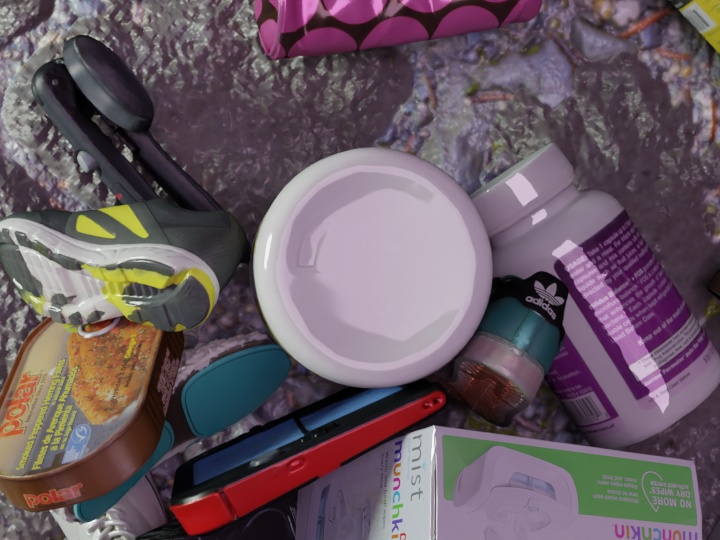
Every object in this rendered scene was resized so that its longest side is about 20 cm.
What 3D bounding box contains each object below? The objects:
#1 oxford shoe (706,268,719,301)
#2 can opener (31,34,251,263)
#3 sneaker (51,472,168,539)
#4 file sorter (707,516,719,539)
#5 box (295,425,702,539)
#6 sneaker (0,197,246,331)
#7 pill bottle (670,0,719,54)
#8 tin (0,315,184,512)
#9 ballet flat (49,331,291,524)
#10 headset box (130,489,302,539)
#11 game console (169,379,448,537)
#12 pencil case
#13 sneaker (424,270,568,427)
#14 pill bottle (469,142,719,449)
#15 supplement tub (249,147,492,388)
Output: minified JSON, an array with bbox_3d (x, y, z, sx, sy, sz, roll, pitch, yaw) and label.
[{"bbox_3d":[0.320,0.077,1.015,0.084,0.073,0.200,-32,86,5],"label":"oxford shoe"},{"bbox_3d":[-0.152,-0.069,0.966,0.063,0.079,0.200,-38,102,-13],"label":"can opener"},{"bbox_3d":[-0.160,0.187,0.954,0.073,0.071,0.200,-33,92,-6],"label":"sneaker"},{"bbox_3d":[0.315,0.234,0.973,0.124,0.139,0.200,30,86,-7],"label":"file sorter"},{"bbox_3d":[0.084,0.170,0.890,0.200,0.176,0.097,11,69,-26],"label":"box"},{"bbox_3d":[-0.160,-0.009,0.936,0.085,0.200,0.075,-46,136,-42],"label":"sneaker"},{"bbox_3d":[0.320,-0.170,0.993,0.111,0.111,0.200,-45,94,-5],"label":"pill bottle"},{"bbox_3d":[-0.176,0.078,0.899,0.112,0.200,0.042,-11,121,10],"label":"tin"},{"bbox_3d":[-0.139,0.092,0.945,0.200,0.072,0.072,-34,93,-32],"label":"ballet flat"},{"bbox_3d":[-0.093,0.234,0.903,0.200,0.077,0.149,-19,92,-48],"label":"headset box"},{"bbox_3d":[-0.039,0.109,0.903,0.177,0.200,0.031,-28,93,-6],"label":"game console"},{"bbox_3d":[0.023,-0.207,0.974,0.200,0.091,0.094,-12,125,-8],"label":"pencil case"},{"bbox_3d":[0.095,0.051,0.923,0.071,0.200,0.080,34,77,-2],"label":"sneaker"},{"bbox_3d":[0.155,0.016,0.971,0.112,0.112,0.200,-33,93,-6],"label":"pill bottle"},{"bbox_3d":[0.000,0.000,0.909,0.144,0.200,0.145,0,89,-6],"label":"supplement tub"}]
